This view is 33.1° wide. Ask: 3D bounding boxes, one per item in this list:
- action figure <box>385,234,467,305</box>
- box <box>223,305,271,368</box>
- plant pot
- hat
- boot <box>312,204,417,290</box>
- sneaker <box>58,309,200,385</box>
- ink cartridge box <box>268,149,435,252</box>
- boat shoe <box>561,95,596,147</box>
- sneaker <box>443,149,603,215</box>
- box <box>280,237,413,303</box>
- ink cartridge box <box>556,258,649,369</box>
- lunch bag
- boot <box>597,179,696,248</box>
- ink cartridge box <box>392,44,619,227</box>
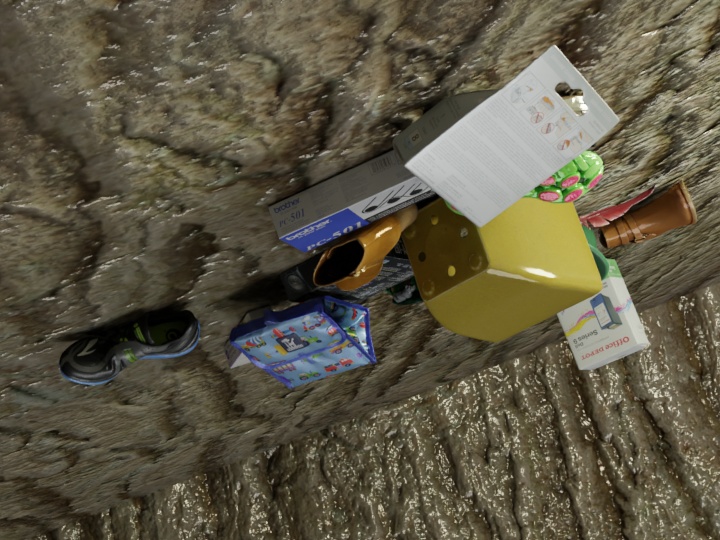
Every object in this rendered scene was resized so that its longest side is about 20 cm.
[{"bbox_3d":[0.097,0.010,1.872,0.055,0.119,0.199,32,151,-28],"label":"action figure"},{"bbox_3d":[-0.177,0.108,1.932,0.041,0.039,0.200,-15,166,-21],"label":"box"},{"bbox_3d":[0.166,-0.028,1.605,0.195,0.195,0.199,-30,159,34],"label":"plant pot"},{"bbox_3d":[0.356,-0.083,2.039,0.199,0.177,0.166,25,152,-15],"label":"hat"},{"bbox_3d":[-0.019,-0.012,1.542,0.144,0.071,0.201,-36,173,-45],"label":"boot"},{"bbox_3d":[-0.312,0.094,1.633,0.198,0.071,0.083,-17,153,-22],"label":"sneaker"},{"bbox_3d":[0.001,-0.086,1.412,0.199,0.044,0.094,-23,165,12],"label":"ink cartridge box"},{"bbox_3d":[0.190,-0.154,1.383,0.199,0.065,0.072,-13,166,-28],"label":"boat shoe"},{"bbox_3d":[0.196,-0.124,1.475,0.198,0.084,0.077,-6,131,2],"label":"sneaker"},{"bbox_3d":[0.000,0.000,1.759,0.160,0.044,0.200,-26,166,22],"label":"box"},{"bbox_3d":[0.501,0.094,2.565,0.145,0.201,0.087,-27,166,26],"label":"ink cartridge box"},{"bbox_3d":[-0.088,0.088,1.762,0.150,0.095,0.200,-18,155,19],"label":"lunch bag"},{"bbox_3d":[0.498,-0.093,2.124,0.154,0.077,0.200,-17,174,1],"label":"boot"},{"bbox_3d":[0.157,-0.150,1.301,0.200,0.047,0.160,-38,137,17],"label":"ink cartridge box"}]
